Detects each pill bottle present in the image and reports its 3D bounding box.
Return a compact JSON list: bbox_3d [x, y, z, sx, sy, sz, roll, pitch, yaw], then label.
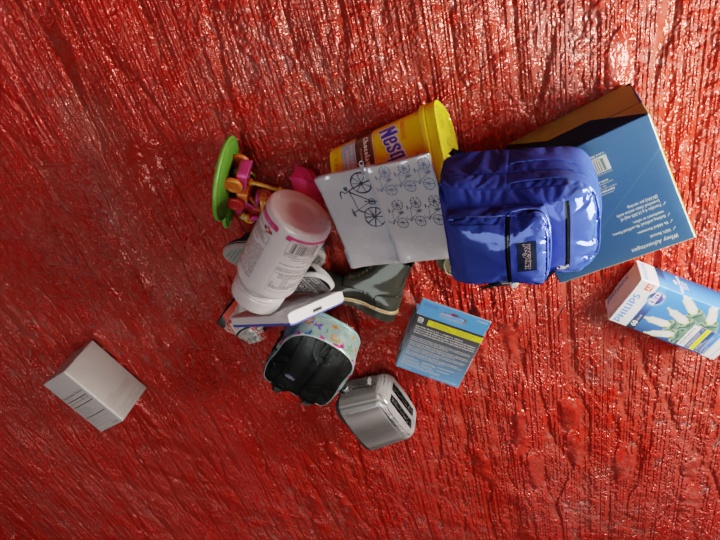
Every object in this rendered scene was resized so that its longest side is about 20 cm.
[{"bbox_3d":[-0.140,-0.025,0.885,0.113,0.114,0.201,31,124,-7],"label":"pill bottle"}]

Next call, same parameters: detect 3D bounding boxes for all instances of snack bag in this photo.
[{"bbox_3d":[0.038,-0.083,0.812,0.198,0.022,0.190,-5,128,25],"label":"snack bag"}]

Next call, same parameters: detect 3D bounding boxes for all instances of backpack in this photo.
[{"bbox_3d":[0.211,-0.061,0.689,0.197,0.169,0.164,-3,131,17],"label":"backpack"},{"bbox_3d":[-0.095,0.175,1.122,0.176,0.151,0.200,28,135,-8],"label":"backpack"}]

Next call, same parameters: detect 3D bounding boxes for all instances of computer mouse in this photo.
[{"bbox_3d":[-0.134,0.016,1.012,0.198,0.044,0.110,-6,145,28],"label":"computer mouse"}]

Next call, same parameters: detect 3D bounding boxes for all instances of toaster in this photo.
[{"bbox_3d":[0.043,0.331,1.218,0.128,0.114,0.201,-23,114,26],"label":"toaster"}]

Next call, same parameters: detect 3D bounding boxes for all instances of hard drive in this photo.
[{"bbox_3d":[-0.143,0.076,1.004,0.199,0.131,0.026,-8,100,47],"label":"hard drive"}]

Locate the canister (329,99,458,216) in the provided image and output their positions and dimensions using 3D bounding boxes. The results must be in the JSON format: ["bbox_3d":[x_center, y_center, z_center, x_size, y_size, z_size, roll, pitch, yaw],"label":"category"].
[{"bbox_3d":[0.054,-0.163,0.846,0.198,0.086,0.151,-17,76,29],"label":"canister"}]

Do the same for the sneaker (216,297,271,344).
[{"bbox_3d":[-0.230,0.088,1.154,0.107,0.068,0.201,36,130,-12],"label":"sneaker"}]

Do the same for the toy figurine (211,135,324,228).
[{"bbox_3d":[-0.156,-0.131,0.951,0.182,0.152,0.201,11,150,-4],"label":"toy figurine"}]

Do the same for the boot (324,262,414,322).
[{"bbox_3d":[0.000,0.000,1.032,0.198,0.078,0.140,20,116,-2],"label":"boot"}]

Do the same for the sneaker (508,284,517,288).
[{"bbox_3d":[0.244,-0.054,0.911,0.081,0.077,0.202,8,126,18],"label":"sneaker"}]

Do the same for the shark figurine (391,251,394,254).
[{"bbox_3d":[0.127,-0.118,0.912,0.213,0.129,0.090,-29,148,5],"label":"shark figurine"}]

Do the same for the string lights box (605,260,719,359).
[{"bbox_3d":[0.550,0.070,0.917,0.198,0.059,0.104,21,129,1],"label":"string lights box"}]

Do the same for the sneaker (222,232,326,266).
[{"bbox_3d":[-0.163,-0.050,1.019,0.197,0.080,0.079,1,148,3],"label":"sneaker"}]

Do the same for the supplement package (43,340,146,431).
[{"bbox_3d":[-0.714,0.313,1.419,0.119,0.122,0.201,-27,113,31],"label":"supplement package"}]

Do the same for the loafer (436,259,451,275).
[{"bbox_3d":[0.192,-0.048,0.878,0.074,0.070,0.201,-3,146,-25],"label":"loafer"}]

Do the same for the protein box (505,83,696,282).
[{"bbox_3d":[0.351,-0.124,0.787,0.197,0.135,0.201,-23,116,29],"label":"protein box"}]

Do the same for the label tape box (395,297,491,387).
[{"bbox_3d":[0.167,0.133,1.070,0.142,0.064,0.202,19,128,3],"label":"label tape box"}]
